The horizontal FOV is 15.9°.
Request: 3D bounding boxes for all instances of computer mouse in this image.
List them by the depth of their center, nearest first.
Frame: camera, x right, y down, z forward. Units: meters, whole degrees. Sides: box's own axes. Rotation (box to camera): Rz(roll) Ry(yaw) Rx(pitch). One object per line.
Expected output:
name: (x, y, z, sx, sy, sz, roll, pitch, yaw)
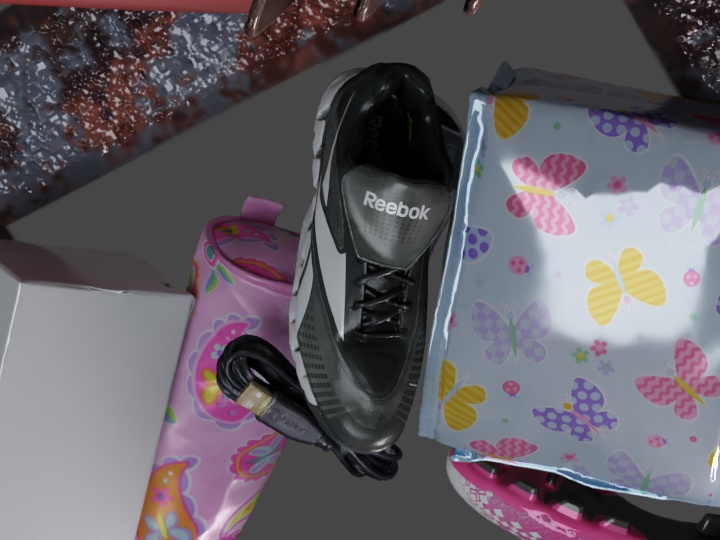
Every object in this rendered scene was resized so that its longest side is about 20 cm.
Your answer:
computer mouse: (0.000, 0.000, 1.332, 0.109, 0.200, 0.044, 26, 163, -19)

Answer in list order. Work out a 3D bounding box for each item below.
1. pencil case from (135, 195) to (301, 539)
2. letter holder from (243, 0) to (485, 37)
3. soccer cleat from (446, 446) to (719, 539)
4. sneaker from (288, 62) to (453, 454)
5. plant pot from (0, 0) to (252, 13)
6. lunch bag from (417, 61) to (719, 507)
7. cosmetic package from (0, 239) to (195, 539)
pencil case: (-0.075, 0.063, 1.405, 0.087, 0.087, 0.200, 23, 116, 4)
letter holder: (0.031, -0.174, 1.204, 0.100, 0.200, 0.142, 25, 117, 3)
soccer cleat: (0.132, 0.158, 1.396, 0.200, 0.070, 0.086, 22, 117, 4)
sneaker: (0.007, -0.013, 1.259, 0.066, 0.090, 0.201, 7, 77, -14)
plant pot: (-0.111, -0.212, 1.243, 0.177, 0.201, 0.201, 13, 116, -2)
lunch bag: (0.124, 0.010, 1.304, 0.169, 0.127, 0.201, 11, 104, 10)
cosmetic package: (-0.171, 0.091, 1.374, 0.107, 0.085, 0.200, 8, 103, -33)
